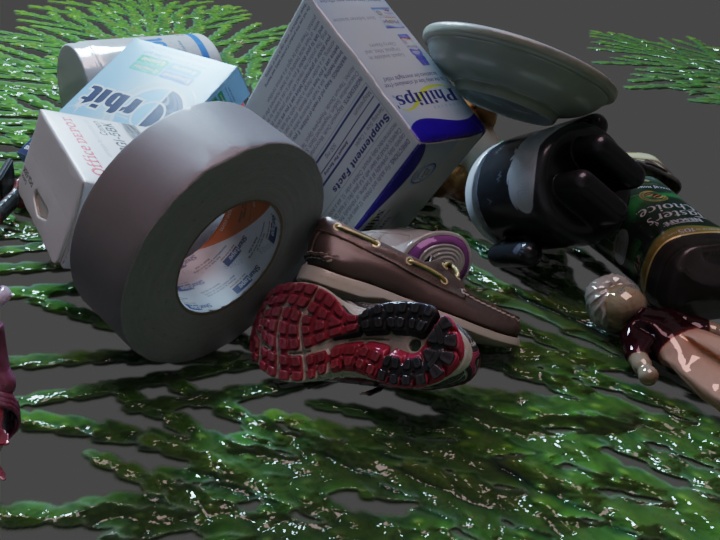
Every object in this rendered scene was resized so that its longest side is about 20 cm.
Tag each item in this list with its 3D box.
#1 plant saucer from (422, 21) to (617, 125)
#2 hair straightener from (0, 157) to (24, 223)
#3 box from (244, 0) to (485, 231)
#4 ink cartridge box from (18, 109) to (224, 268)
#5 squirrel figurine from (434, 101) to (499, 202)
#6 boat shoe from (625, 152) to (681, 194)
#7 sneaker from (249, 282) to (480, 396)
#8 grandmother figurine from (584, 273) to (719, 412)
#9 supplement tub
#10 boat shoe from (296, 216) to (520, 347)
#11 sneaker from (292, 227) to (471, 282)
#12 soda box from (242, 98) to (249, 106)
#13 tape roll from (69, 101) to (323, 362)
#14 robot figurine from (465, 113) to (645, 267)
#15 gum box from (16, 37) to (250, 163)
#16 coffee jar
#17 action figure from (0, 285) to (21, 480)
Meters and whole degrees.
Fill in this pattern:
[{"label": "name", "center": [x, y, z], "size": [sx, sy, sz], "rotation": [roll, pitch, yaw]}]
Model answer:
[{"label": "plant saucer", "center": [0.149, -0.184, 0.850], "size": [0.199, 0.050, 0.200], "rotation": [20, 4, -1]}, {"label": "hair straightener", "center": [-0.401, -0.071, 0.918], "size": [0.077, 0.041, 0.200], "rotation": [3, 31, -3]}, {"label": "box", "center": [-0.007, -0.147, 0.879], "size": [0.105, 0.184, 0.200], "rotation": [-17, 66, -43]}, {"label": "ink cartridge box", "center": [-0.187, -0.067, 0.785], "size": [0.199, 0.083, 0.147], "rotation": [4, 30, -39]}, {"label": "squirrel figurine", "center": [0.060, -0.134, 1.037], "size": [0.186, 0.142, 0.200], "rotation": [-20, 19, -21]}, {"label": "boat shoe", "center": [0.311, -0.112, 1.063], "size": [0.200, 0.072, 0.066], "rotation": [-4, 22, -26]}, {"label": "sneaker", "center": [-0.003, 0.062, 0.678], "size": [0.199, 0.081, 0.075], "rotation": [9, -12, 32]}, {"label": "grandmother figurine", "center": [0.271, 0.062, 0.726], "size": [0.121, 0.061, 0.200], "rotation": [-4, 29, -36]}, {"label": "supplement tub", "center": [-0.300, -0.256, 1.191], "size": [0.200, 0.132, 0.132], "rotation": [-16, 33, -35]}, {"label": "boat shoe", "center": [0.048, 0.013, 0.724], "size": [0.199, 0.060, 0.072], "rotation": [19, -12, -8]}, {"label": "sneaker", "center": [0.000, 0.000, 0.815], "size": [0.199, 0.075, 0.100], "rotation": [-5, 9, -17]}, {"label": "soda box", "center": [-0.215, -0.177, 1.091], "size": [0.071, 0.063, 0.200], "rotation": [55, 39, 2]}, {"label": "tape roll", "center": [-0.120, -0.026, 0.670], "size": [0.066, 0.201, 0.200], "rotation": [39, 40, 25]}, {"label": "robot figurine", "center": [0.194, -0.082, 0.884], "size": [0.150, 0.125, 0.200], "rotation": [-20, 7, -25]}, {"label": "gum box", "center": [-0.248, -0.162, 0.944], "size": [0.170, 0.045, 0.200], "rotation": [22, 63, 31]}, {"label": "coffee jar", "center": [0.307, -0.026, 0.874], "size": [0.104, 0.086, 0.200], "rotation": [-3, 28, -13]}, {"label": "action figure", "center": [-0.288, 0.082, 0.593], "size": [0.200, 0.134, 0.149], "rotation": [37, -3, 29]}]
